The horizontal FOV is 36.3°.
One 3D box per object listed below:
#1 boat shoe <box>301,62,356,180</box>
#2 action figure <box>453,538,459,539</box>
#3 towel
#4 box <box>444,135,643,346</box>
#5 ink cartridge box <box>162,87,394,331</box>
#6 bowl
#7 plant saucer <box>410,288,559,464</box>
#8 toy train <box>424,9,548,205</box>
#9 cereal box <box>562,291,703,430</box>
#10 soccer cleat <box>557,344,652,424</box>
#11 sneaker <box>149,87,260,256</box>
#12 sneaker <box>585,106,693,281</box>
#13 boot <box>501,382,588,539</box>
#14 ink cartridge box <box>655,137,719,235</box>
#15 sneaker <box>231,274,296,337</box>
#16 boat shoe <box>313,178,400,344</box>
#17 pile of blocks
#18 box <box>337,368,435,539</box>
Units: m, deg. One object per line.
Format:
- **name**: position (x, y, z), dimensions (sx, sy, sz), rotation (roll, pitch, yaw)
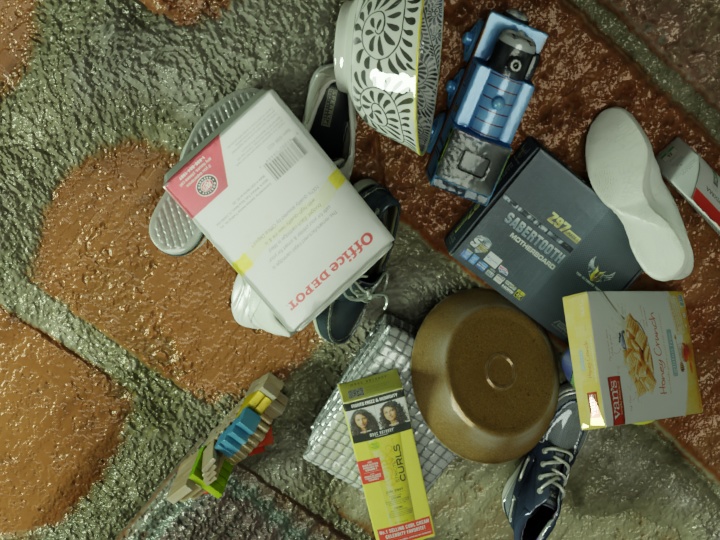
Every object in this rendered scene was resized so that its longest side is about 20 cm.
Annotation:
- **boat shoe**: position (-0.038, -0.119, 1.191), dimensions (0.071, 0.066, 0.203), rotation (11, 111, -8)
- **action figure**: position (0.021, 0.411, 1.395), dimensions (0.197, 0.105, 0.197), rotation (17, 101, -13)
- **towel**: position (0.045, 0.170, 1.308), dimensions (0.164, 0.086, 0.201), rotation (30, 106, -16)
- **box**: position (0.218, -0.030, 1.252), dimensions (0.199, 0.051, 0.158), rotation (36, 105, -18)
- **ink cartridge box**: position (-0.084, -0.062, 1.117), dimensions (0.145, 0.083, 0.201), rotation (-40, 105, -2)
- **bowl**: position (0.027, -0.220, 1.096), dimensions (0.092, 0.201, 0.204), rotation (6, 113, 10)
- **plant saucer**: position (0.153, 0.117, 1.253), dimensions (0.197, 0.035, 0.204), rotation (5, 77, -23)
- **toy train**: position (0.131, -0.172, 1.154), dimensions (0.085, 0.115, 0.203), rotation (19, 110, -12)
- **cereal box**: position (0.307, 0.097, 1.225), dimensions (0.198, 0.039, 0.147), rotation (0, 79, -44)
- **soccer cleat**: position (0.305, 0.147, 1.294), dimensions (0.065, 0.084, 0.199), rotation (-47, 130, 10)
- **sneaker**: position (-0.162, -0.106, 1.188), dimensions (0.078, 0.079, 0.201), rotation (34, 82, -1)
- **sneaker**: position (0.312, -0.082, 1.213), dimensions (0.075, 0.088, 0.203), rotation (-27, 75, 31)
- **boot**: position (0.238, 0.243, 1.344), dimensions (0.072, 0.091, 0.203), rotation (16, 110, -10)
- **ink cartridge box**: position (0.405, -0.050, 1.176), dimensions (0.161, 0.201, 0.050), rotation (41, 103, -18)
- **sneaker**: position (-0.087, -0.018, 1.205), dimensions (0.098, 0.078, 0.203), rotation (21, 125, 31)
- **boat shoe**: position (0.000, 0.000, 1.234), dimensions (0.074, 0.062, 0.203), rotation (0, 117, -42)
- **pile of blocks**: position (-0.147, 0.216, 1.312), dimensions (0.062, 0.082, 0.200), rotation (37, 105, -17)
- **box**: position (0.031, 0.217, 1.252), dimensions (0.074, 0.050, 0.203), rotation (-13, 114, -2)
